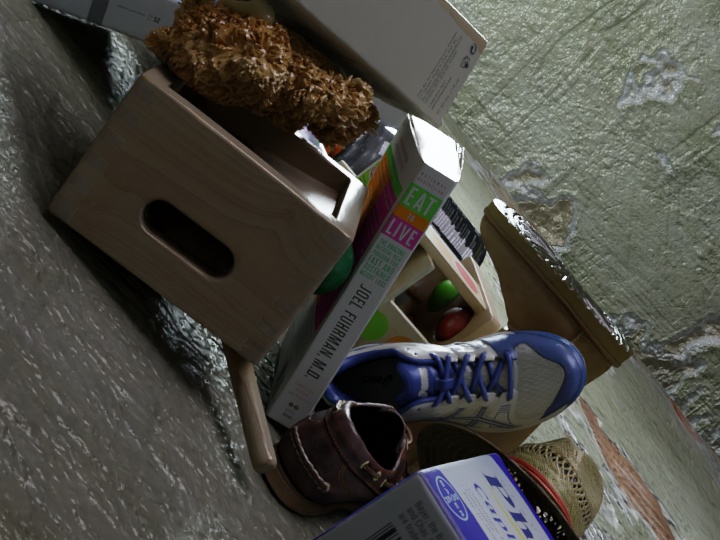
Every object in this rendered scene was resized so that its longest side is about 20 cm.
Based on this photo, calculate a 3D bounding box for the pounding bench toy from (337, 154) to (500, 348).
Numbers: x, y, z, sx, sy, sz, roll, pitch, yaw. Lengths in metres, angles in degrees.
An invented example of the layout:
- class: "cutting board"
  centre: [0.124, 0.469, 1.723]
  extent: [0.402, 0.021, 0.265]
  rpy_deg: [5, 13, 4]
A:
- class: "pounding bench toy"
  centre: [0.024, -0.001, 1.217]
  extent: [0.156, 0.124, 0.200]
  rpy_deg: [48, 13, -22]

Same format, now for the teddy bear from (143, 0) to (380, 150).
- class: "teddy bear"
  centre: [-0.054, -0.135, 0.903]
  extent: [0.199, 0.067, 0.145]
  rpy_deg: [23, 18, -50]

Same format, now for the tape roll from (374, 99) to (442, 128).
- class: "tape roll"
  centre: [-0.013, -0.221, 1.528]
  extent: [0.203, 0.138, 0.204]
  rpy_deg: [155, -90, -90]

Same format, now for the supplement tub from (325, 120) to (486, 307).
- class: "supplement tub"
  centre: [0.023, -0.060, 1.380]
  extent: [0.200, 0.122, 0.123]
  rpy_deg: [50, 13, -12]

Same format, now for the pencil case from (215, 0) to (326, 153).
- class: "pencil case"
  centre: [-0.080, -0.157, 1.207]
  extent: [0.091, 0.082, 0.202]
  rpy_deg: [8, 69, -77]

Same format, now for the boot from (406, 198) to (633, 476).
- class: "boot"
  centre: [0.090, 0.070, 1.096]
  extent: [0.175, 0.200, 0.066]
  rpy_deg: [49, 13, -7]

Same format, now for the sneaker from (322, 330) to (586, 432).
- class: "sneaker"
  centre: [0.064, 0.086, 1.021]
  extent: [0.088, 0.198, 0.076]
  rpy_deg: [3, 81, -71]

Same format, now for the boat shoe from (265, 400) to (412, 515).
- class: "boat shoe"
  centre: [0.002, 0.122, 0.933]
  extent: [0.071, 0.070, 0.200]
  rpy_deg: [55, 11, 11]

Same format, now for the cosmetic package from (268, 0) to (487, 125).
- class: "cosmetic package"
  centre: [-0.014, -0.183, 0.916]
  extent: [0.103, 0.073, 0.200]
  rpy_deg: [31, -2, 40]

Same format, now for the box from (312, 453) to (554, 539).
- class: "box"
  centre: [0.071, 0.217, 0.847]
  extent: [0.185, 0.105, 0.200]
  rpy_deg: [57, 12, 13]

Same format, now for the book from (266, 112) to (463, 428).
- class: "book"
  centre: [0.000, 0.000, 0.956]
  extent: [0.048, 0.201, 0.134]
  rpy_deg: [30, 17, -7]

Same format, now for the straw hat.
- class: "straw hat"
  centre: [0.135, 0.169, 1.034]
  extent: [0.201, 0.085, 0.202]
  rpy_deg: [42, -27, 27]

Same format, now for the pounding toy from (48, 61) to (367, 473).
- class: "pounding toy"
  centre: [-0.085, -0.014, 0.877]
  extent: [0.199, 0.143, 0.184]
  rpy_deg: [38, 14, -6]

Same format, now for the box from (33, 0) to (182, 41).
- class: "box"
  centre: [-0.132, -0.189, 1.095]
  extent: [0.198, 0.042, 0.156]
  rpy_deg: [20, 8, 13]
